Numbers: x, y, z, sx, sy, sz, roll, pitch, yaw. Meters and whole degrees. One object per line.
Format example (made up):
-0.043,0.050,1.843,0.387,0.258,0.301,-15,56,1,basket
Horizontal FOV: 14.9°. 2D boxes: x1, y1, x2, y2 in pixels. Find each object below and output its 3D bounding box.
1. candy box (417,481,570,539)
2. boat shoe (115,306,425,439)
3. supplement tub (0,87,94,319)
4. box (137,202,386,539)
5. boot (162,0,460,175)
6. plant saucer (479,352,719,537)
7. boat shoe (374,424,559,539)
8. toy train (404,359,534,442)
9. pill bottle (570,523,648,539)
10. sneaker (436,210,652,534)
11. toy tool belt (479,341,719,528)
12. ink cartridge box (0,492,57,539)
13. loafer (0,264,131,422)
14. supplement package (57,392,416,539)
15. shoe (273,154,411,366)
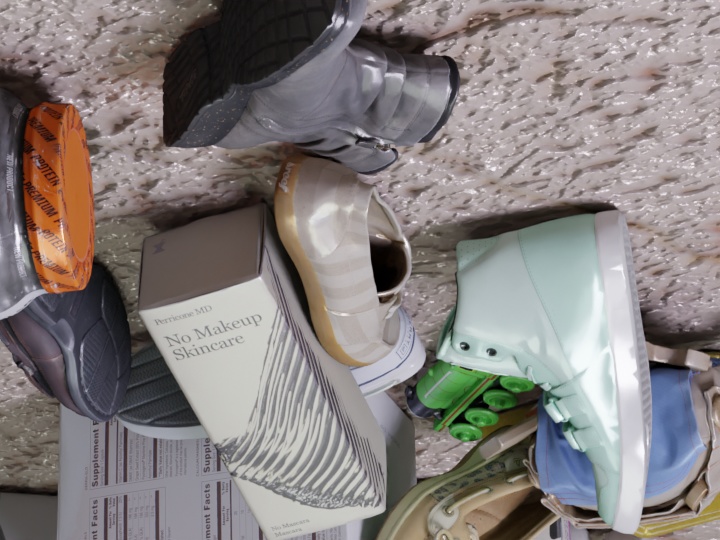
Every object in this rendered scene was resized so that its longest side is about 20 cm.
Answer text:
0.051,0.222,1.959,0.199,0.137,0.061,-6,156,12,candy box
-0.055,0.071,1.700,0.199,0.074,0.067,-11,151,18,boat shoe
-0.242,-0.031,1.412,0.199,0.123,0.123,-3,155,5,supplement tub
-0.054,0.062,1.596,0.082,0.069,0.200,-17,129,14,box
-0.006,-0.104,1.350,0.131,0.070,0.200,7,165,-24,boot
0.212,0.128,1.872,0.199,0.049,0.200,-19,150,34,plant saucer
0.071,0.164,1.745,0.062,0.200,0.074,19,130,30,boat shoe
0.081,0.056,1.721,0.056,0.042,0.200,16,151,-14,toy train
0.116,0.241,2.033,0.199,0.113,0.113,-7,155,10,pill bottle
0.107,0.063,1.609,0.117,0.074,0.202,-5,112,11,sneaker
0.181,0.089,1.692,0.199,0.126,0.123,-22,161,36,toy tool belt
-0.296,0.218,1.992,0.199,0.084,0.145,6,154,-16,ink cartridge box
-0.186,0.022,1.614,0.063,0.072,0.200,12,153,18,loafer
-0.077,0.159,1.797,0.199,0.152,0.152,-9,155,17,supplement package
0.000,0.000,1.554,0.053,0.070,0.200,1,154,15,shoe
